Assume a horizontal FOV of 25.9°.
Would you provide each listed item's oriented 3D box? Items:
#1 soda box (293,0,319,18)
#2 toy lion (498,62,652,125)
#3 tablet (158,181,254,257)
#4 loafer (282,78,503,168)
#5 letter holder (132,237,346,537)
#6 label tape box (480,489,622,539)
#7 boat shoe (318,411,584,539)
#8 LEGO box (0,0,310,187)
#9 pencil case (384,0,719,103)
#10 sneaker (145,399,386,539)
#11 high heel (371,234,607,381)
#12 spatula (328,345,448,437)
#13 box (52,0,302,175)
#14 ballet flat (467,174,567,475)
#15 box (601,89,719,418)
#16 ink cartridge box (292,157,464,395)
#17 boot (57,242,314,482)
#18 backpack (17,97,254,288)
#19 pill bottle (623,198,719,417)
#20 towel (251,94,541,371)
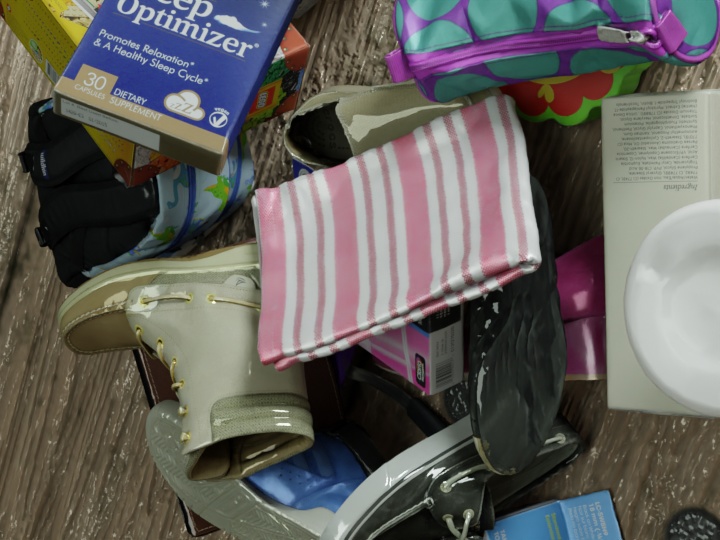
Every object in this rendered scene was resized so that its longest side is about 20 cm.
[{"bbox_3d":[-0.015,-0.264,1.146,0.199,0.068,0.064,-34,75,35],"label":"soda box"},{"bbox_3d":[0.151,-0.195,1.034,0.198,0.068,0.194,-1,100,38],"label":"toy lion"},{"bbox_3d":[-0.168,-0.118,1.314,0.130,0.014,0.202,-39,70,34],"label":"tablet"},{"bbox_3d":[0.022,-0.097,1.119,0.199,0.068,0.076,-1,114,46],"label":"loafer"},{"bbox_3d":[-0.096,0.088,1.226,0.101,0.140,0.202,140,112,-79],"label":"letter holder"},{"bbox_3d":[0.097,0.247,1.107,0.199,0.063,0.146,-20,82,38],"label":"label tape box"},{"bbox_3d":[0.063,0.149,1.052,0.064,0.199,0.071,47,159,30],"label":"boat shoe"},{"bbox_3d":[-0.155,-0.180,1.135,0.200,0.148,0.077,50,151,20],"label":"LEGO box"},{"bbox_3d":[0.118,-0.158,0.979,0.198,0.093,0.086,-5,123,37],"label":"pencil case"},{"bbox_3d":[-0.055,0.142,1.143,0.199,0.111,0.077,30,131,21],"label":"sneaker"},{"bbox_3d":[0.091,0.029,1.093,0.198,0.067,0.097,-3,85,41],"label":"high heel"},{"bbox_3d":[0.023,0.093,1.176,0.199,0.020,0.057,38,128,27],"label":"spatula"},{"bbox_3d":[-0.113,-0.169,1.067,0.120,0.202,0.033,20,148,3],"label":"box"},{"bbox_3d":[0.099,0.033,1.033,0.057,0.066,0.203,164,108,-72],"label":"ballet flat"},{"bbox_3d":[0.204,-0.012,0.998,0.081,0.068,0.203,3,96,38],"label":"box"},{"bbox_3d":[0.000,0.000,1.097,0.200,0.037,0.096,35,137,47],"label":"ink cartridge box"},{"bbox_3d":[-0.124,0.071,1.091,0.198,0.072,0.156,-12,60,16],"label":"boot"},{"bbox_3d":[-0.175,-0.081,1.230,0.200,0.152,0.165,158,100,-68],"label":"backpack"},{"bbox_3d":[0.242,0.013,0.887,0.113,0.199,0.116,4,97,36],"label":"pill bottle"},{"bbox_3d":[0.018,-0.027,1.016,0.198,0.030,0.148,-22,48,18],"label":"towel"}]
